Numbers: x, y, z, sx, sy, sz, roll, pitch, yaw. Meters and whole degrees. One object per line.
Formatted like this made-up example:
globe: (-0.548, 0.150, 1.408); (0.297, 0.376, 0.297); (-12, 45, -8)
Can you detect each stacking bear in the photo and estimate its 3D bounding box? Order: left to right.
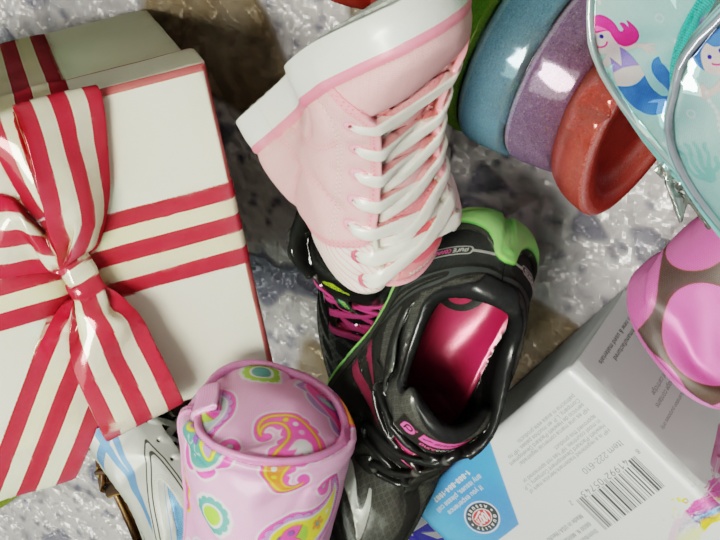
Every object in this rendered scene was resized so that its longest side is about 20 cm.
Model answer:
stacking bear: (0.052, -0.123, 0.645); (0.200, 0.121, 0.114); (37, 155, 18)

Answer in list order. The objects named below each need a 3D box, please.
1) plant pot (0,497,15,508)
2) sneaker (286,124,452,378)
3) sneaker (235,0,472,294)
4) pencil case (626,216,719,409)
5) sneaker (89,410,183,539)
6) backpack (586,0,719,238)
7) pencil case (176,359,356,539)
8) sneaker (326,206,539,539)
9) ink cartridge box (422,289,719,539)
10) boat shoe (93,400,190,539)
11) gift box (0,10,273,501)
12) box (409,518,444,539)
plant pot: (-0.299, 0.051, 0.887); (0.199, 0.199, 0.183); (-4, 107, 32)
sneaker: (0.000, 0.000, 0.751); (0.073, 0.087, 0.201); (17, 124, 20)
sneaker: (0.014, -0.051, 0.594); (0.105, 0.075, 0.200); (58, 161, -3)
pencil case: (0.213, -0.015, 0.626); (0.200, 0.090, 0.094); (-46, 59, 39)
sneaker: (-0.106, 0.113, 0.819); (0.072, 0.072, 0.201); (-30, 77, 9)
backpack: (0.175, -0.077, 0.481); (0.177, 0.150, 0.201); (-37, 92, 32)
pencil case: (-0.056, 0.145, 0.703); (0.087, 0.087, 0.201); (22, 122, 17)
sneaker: (0.023, 0.065, 0.688); (0.076, 0.084, 0.201); (18, 117, -6)
ink cartridge box: (0.150, 0.135, 0.745); (0.200, 0.085, 0.145); (45, 130, 2)
boat shoe: (-0.129, 0.112, 0.900); (0.072, 0.068, 0.201); (-7, 112, 32)
gift box: (-0.159, -0.011, 0.726); (0.199, 0.187, 0.186); (-21, 114, -11)
box: (0.027, 0.152, 0.833); (0.199, 0.070, 0.065); (31, 129, 10)
